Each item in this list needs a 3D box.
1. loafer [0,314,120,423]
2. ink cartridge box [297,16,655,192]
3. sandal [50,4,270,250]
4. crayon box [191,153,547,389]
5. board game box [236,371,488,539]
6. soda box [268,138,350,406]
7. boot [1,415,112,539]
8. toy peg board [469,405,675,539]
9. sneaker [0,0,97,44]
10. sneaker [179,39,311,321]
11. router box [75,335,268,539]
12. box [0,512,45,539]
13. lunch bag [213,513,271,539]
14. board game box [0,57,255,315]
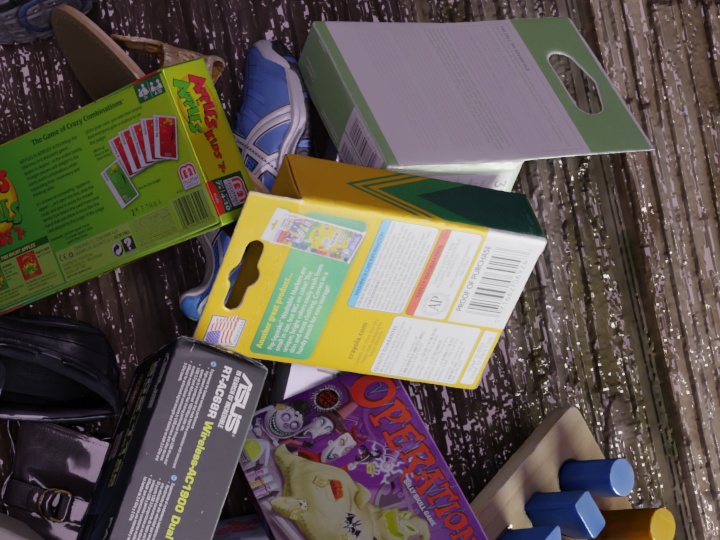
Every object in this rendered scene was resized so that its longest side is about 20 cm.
[{"bbox_3d":[-0.245,0.063,1.457,0.199,0.071,0.068,5,128,-29],"label":"loafer"},{"bbox_3d":[0.074,-0.106,1.525,0.199,0.048,0.146,-3,46,-27],"label":"ink cartridge box"},{"bbox_3d":[-0.108,-0.106,1.492,0.070,0.078,0.212,-36,73,-25],"label":"sandal"},{"bbox_3d":[0.000,0.000,1.440,0.199,0.052,0.126,9,125,-23],"label":"crayon box"},{"bbox_3d":[0.004,0.154,1.429,0.119,0.032,0.200,-20,52,-14],"label":"board game box"},{"bbox_3d":[-0.007,0.013,1.538,0.068,0.064,0.201,13,87,-10],"label":"soda box"},{"bbox_3d":[-0.163,0.194,1.501,0.199,0.069,0.175,24,84,-7],"label":"boot"},{"bbox_3d":[0.154,0.221,1.477,0.200,0.097,0.200,-45,114,-38],"label":"toy peg board"},{"bbox_3d":[-0.192,-0.219,1.519,0.199,0.075,0.087,-32,77,-12],"label":"sneaker"},{"bbox_3d":[-0.075,-0.055,1.521,0.076,0.076,0.201,5,83,-8],"label":"sneaker"},{"bbox_3d":[-0.129,0.150,1.412,0.062,0.150,0.201,21,75,-12],"label":"router box"},{"bbox_3d":[-0.288,0.160,1.395,0.199,0.068,0.083,29,86,-32],"label":"box"},{"bbox_3d":[-0.015,0.257,1.498,0.168,0.127,0.201,-7,95,-12],"label":"lunch bag"},{"bbox_3d":[-0.167,-0.050,1.458,0.199,0.048,0.102,-21,92,33],"label":"board game box"}]
